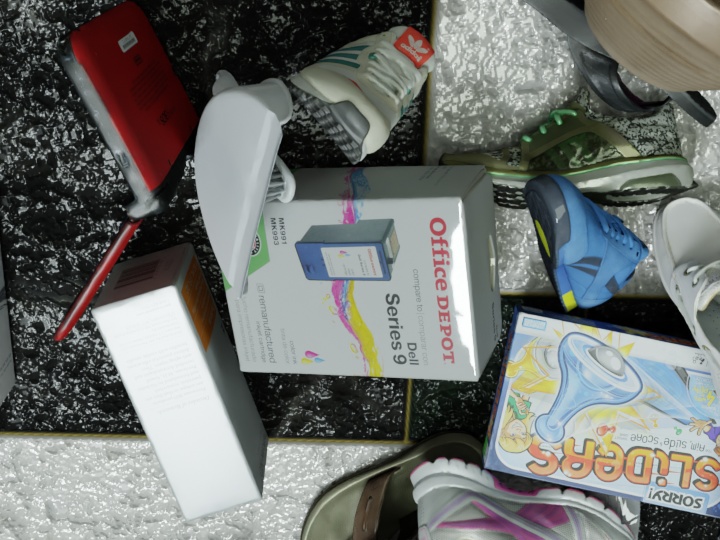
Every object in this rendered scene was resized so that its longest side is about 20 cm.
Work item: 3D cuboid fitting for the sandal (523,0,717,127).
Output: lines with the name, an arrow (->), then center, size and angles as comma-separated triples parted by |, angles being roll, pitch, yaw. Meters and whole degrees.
sandal -> 0.177, -0.164, 0.762 | 0.200, 0.075, 0.048 | 34, 117, -5

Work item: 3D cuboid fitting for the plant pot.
plant pot -> 0.223, -0.191, 0.701 | 0.201, 0.201, 0.093 | 27, 136, -11

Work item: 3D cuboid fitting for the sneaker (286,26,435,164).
sneaker -> 0.007, -0.134, 0.701 | 0.093, 0.200, 0.070 | -40, 101, 7

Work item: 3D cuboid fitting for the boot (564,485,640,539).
boot -> 0.193, 0.170, 0.897 | 0.095, 0.074, 0.200 | -4, 103, 6

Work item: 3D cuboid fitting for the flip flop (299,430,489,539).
flip flop -> 0.029, 0.216, 0.909 | 0.200, 0.058, 0.081 | -32, 109, 10

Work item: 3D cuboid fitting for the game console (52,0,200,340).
game console -> -0.184, -0.079, 0.712 | 0.119, 0.200, 0.173 | -23, 110, 7

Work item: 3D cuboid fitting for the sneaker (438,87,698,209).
sneaker -> 0.161, -0.097, 0.799 | 0.200, 0.077, 0.089 | 0, 80, 0

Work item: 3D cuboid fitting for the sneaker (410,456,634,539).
sneaker -> 0.132, 0.228, 0.847 | 0.200, 0.088, 0.081 | 15, 146, -3

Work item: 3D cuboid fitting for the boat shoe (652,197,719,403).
boat shoe -> 0.279, 0.020, 0.774 | 0.071, 0.200, 0.069 | -21, 152, 9

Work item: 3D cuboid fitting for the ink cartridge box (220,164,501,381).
ink cartridge box -> 0.000, 0.000, 0.778 | 0.200, 0.088, 0.146 | 1, 112, 19

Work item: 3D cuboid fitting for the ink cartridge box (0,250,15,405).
ink cartridge box -> -0.367, 0.021, 0.809 | 0.145, 0.084, 0.200 | 1, 111, -2

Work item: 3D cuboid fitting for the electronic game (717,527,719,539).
electronic game -> 0.346, 0.155, 0.830 | 0.042, 0.200, 0.200 | 27, 111, 21

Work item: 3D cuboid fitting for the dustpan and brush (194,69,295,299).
dustpan and brush -> -0.085, -0.092, 0.714 | 0.057, 0.200, 0.140 | -5, 129, -31

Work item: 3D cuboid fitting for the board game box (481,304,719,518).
board game box -> 0.211, 0.114, 0.828 | 0.200, 0.034, 0.136 | 11, 100, 2

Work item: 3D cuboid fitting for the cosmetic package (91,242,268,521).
cosmetic package -> -0.142, 0.090, 0.833 | 0.071, 0.101, 0.200 | -16, 112, 4

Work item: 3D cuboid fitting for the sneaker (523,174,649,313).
sneaker -> 0.173, -0.028, 0.768 | 0.078, 0.066, 0.200 | -20, 155, 9
